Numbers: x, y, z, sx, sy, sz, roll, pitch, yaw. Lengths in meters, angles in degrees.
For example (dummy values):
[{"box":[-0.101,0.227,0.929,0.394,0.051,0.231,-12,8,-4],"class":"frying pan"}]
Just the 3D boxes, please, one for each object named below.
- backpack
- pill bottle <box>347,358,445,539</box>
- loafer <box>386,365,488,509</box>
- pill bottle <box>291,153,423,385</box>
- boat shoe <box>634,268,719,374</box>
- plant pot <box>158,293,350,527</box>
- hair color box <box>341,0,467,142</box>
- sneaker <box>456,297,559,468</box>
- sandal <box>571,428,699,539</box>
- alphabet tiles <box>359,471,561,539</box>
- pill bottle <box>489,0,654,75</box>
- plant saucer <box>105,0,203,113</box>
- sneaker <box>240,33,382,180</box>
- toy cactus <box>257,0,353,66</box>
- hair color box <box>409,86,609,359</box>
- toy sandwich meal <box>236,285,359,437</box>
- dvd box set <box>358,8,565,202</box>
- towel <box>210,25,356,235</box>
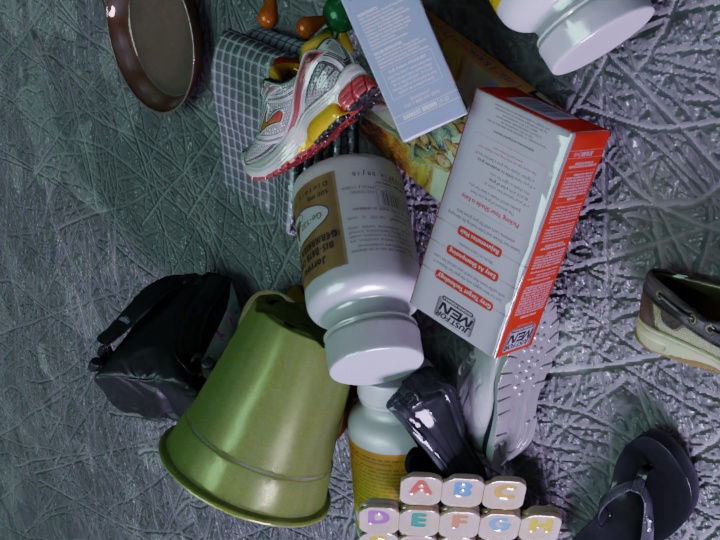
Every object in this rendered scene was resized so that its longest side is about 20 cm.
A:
[{"box":[-0.229,0.095,1.214,0.166,0.201,0.127,7,132,15],"class":"backpack"},{"box":[0.043,0.196,1.018,0.111,0.111,0.201,17,120,44],"class":"pill bottle"},{"box":[0.076,0.183,0.926,0.068,0.070,0.201,39,156,55],"class":"loafer"},{"box":[0.000,0.000,0.905,0.114,0.114,0.201,-44,48,49],"class":"pill bottle"},{"box":[0.289,0.044,0.694,0.199,0.073,0.065,13,122,45],"class":"boat shoe"},{"box":[-0.089,0.135,1.006,0.200,0.199,0.191,33,106,35],"class":"plant pot"},{"box":[0.023,-0.212,0.783,0.060,0.099,0.201,-24,98,8],"class":"hair color box"},{"box":[0.130,0.095,0.907,0.080,0.076,0.201,42,134,41],"class":"sneaker"},{"box":[0.243,0.227,0.856,0.076,0.043,0.201,40,134,30],"class":"sandal"},{"box":[0.097,0.264,0.947,0.198,0.015,0.196,3,135,2],"class":"alphabet tiles"},{"box":[0.131,-0.254,0.703,0.112,0.112,0.201,-36,79,50],"class":"pill bottle"},{"box":[-0.255,-0.300,1.190,0.200,0.034,0.202,25,126,40],"class":"plant saucer"},{"box":[-0.057,-0.149,0.878,0.082,0.078,0.200,56,140,-1],"class":"sneaker"},{"box":[-0.013,-0.279,0.874,0.164,0.102,0.202,4,82,26],"class":"toy cactus"},{"box":[0.120,-0.040,0.789,0.101,0.061,0.201,33,119,33],"class":"hair color box"},{"box":[-0.074,0.113,1.154,0.205,0.070,0.207,22,121,44],"class":"toy sandwich meal"},{"box":[0.087,-0.134,0.875,0.200,0.029,0.147,45,136,27],"class":"dvd box set"},{"box":[-0.088,-0.149,1.028,0.165,0.085,0.201,28,127,40],"class":"towel"}]
